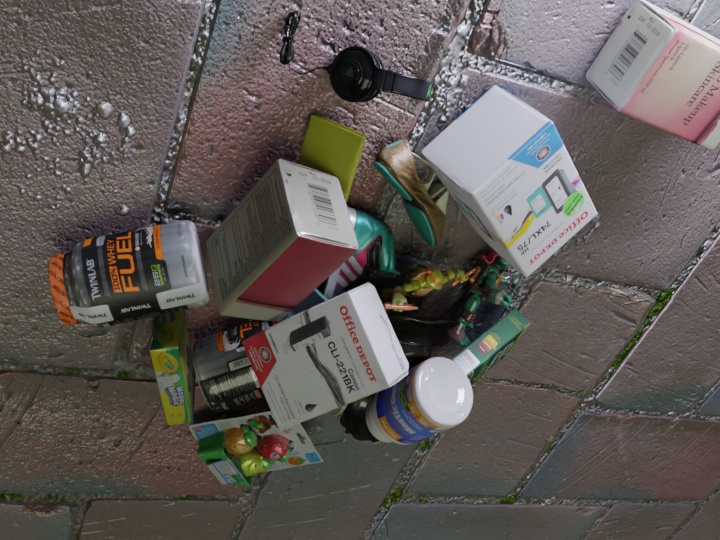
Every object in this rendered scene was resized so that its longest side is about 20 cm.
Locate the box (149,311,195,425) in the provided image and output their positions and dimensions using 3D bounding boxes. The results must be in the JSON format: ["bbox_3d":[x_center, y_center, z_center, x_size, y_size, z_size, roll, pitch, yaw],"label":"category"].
[{"bbox_3d":[-0.292,0.131,1.212,0.048,0.118,0.202,-6,132,-5],"label":"box"}]

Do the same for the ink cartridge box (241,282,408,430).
[{"bbox_3d":[-0.050,0.124,1.125,0.198,0.146,0.084,-25,178,24],"label":"ink cartridge box"}]

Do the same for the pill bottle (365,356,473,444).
[{"bbox_3d":[0.088,0.224,1.286,0.111,0.113,0.200,10,152,-26],"label":"pill bottle"}]

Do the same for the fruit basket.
[{"bbox_3d":[-0.188,0.324,1.415,0.197,0.094,0.186,-8,135,15],"label":"fruit basket"}]

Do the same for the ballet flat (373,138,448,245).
[{"bbox_3d":[0.091,-0.121,1.169,0.072,0.068,0.200,-43,128,-6],"label":"ballet flat"}]

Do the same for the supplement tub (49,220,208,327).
[{"bbox_3d":[-0.319,0.008,1.082,0.198,0.123,0.123,-13,133,-8],"label":"supplement tub"}]

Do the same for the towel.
[{"bbox_3d":[-0.055,-0.122,1.113,0.085,0.018,0.201,24,126,7],"label":"towel"}]

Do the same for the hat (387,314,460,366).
[{"bbox_3d":[0.064,0.116,1.270,0.198,0.200,0.082,5,84,-22],"label":"hat"}]

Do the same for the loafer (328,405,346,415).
[{"bbox_3d":[-0.021,0.130,1.224,0.063,0.071,0.202,-24,133,-56],"label":"loafer"}]

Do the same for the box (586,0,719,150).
[{"bbox_3d":[0.447,-0.274,1.102,0.198,0.110,0.129,13,124,-27],"label":"box"}]

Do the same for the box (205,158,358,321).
[{"bbox_3d":[-0.113,-0.035,1.080,0.108,0.129,0.200,11,141,-40],"label":"box"}]

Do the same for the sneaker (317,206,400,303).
[{"bbox_3d":[0.000,0.000,1.222,0.119,0.084,0.202,12,121,-16],"label":"sneaker"}]

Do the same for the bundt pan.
[{"bbox_3d":[0.046,0.228,1.438,0.199,0.076,0.204,-10,131,-11],"label":"bundt pan"}]

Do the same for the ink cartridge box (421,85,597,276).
[{"bbox_3d":[0.217,-0.127,1.124,0.147,0.146,0.200,-42,132,2],"label":"ink cartridge box"}]

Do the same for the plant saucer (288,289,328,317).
[{"bbox_3d":[-0.081,0.053,1.190,0.070,0.200,0.019,-55,163,29],"label":"plant saucer"}]

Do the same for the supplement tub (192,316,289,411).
[{"bbox_3d":[-0.162,0.142,1.262,0.198,0.123,0.123,-18,133,-3],"label":"supplement tub"}]

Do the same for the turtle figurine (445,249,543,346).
[{"bbox_3d":[0.222,0.030,1.314,0.201,0.101,0.149,-54,164,30],"label":"turtle figurine"}]

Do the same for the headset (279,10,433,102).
[{"bbox_3d":[-0.003,-0.261,0.980,0.197,0.124,0.095,10,103,-4],"label":"headset"}]

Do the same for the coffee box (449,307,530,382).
[{"bbox_3d":[0.206,0.157,1.371,0.199,0.044,0.123,-33,159,-31],"label":"coffee box"}]

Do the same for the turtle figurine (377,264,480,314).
[{"bbox_3d":[0.082,0.028,1.235,0.199,0.065,0.161,-24,176,-33],"label":"turtle figurine"}]
